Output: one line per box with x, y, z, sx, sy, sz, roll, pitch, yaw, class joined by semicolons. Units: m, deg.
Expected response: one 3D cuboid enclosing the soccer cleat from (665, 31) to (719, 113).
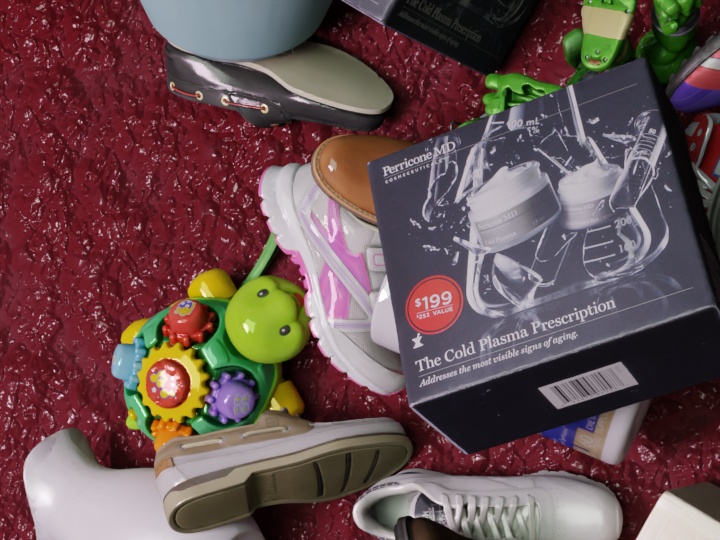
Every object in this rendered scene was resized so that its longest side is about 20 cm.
0.308;-0.153;1.122;0.200;0.068;0.073;-29;75;6;soccer cleat

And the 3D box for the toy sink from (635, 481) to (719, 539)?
0.277;0.242;1.086;0.200;0.130;0.112;30;99;23;toy sink

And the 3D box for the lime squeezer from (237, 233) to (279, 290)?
-0.029;-0.029;1.299;0.199;0.038;0.071;-17;79;22;lime squeezer

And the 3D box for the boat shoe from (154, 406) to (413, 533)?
-0.060;0.139;1.245;0.075;0.199;0.068;100;153;-46;boat shoe

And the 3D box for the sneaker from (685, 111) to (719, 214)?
0.230;-0.030;1.098;0.112;0.071;0.200;-46;26;34;sneaker

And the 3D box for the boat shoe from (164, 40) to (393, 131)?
-0.067;-0.151;1.315;0.201;0.074;0.063;19;127;16;boat shoe

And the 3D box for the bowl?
-0.098;-0.239;1.281;0.200;0.201;0.105;28;139;24;bowl

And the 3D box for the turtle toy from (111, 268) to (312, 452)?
-0.116;0.073;1.288;0.200;0.101;0.146;-36;80;19;turtle toy

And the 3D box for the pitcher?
-0.177;0.235;1.317;0.200;0.121;0.172;17;118;32;pitcher

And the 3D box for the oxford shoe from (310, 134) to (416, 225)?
0.063;-0.063;1.193;0.199;0.071;0.072;15;71;-5;oxford shoe

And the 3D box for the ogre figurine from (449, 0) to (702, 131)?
0.167;-0.134;1.170;0.098;0.120;0.200;43;102;26;ogre figurine

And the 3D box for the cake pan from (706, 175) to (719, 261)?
0.325;-0.012;1.069;0.200;0.037;0.201;3;78;-14;cake pan

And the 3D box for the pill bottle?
0.115;0.048;1.164;0.200;0.120;0.120;22;95;15;pill bottle

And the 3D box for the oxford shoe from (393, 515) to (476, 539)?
0.092;0.214;1.145;0.084;0.200;0.073;-27;51;22;oxford shoe

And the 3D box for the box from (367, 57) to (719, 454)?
0.123;-0.006;1.038;0.200;0.104;0.183;-20;59;17;box

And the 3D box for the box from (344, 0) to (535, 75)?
0.065;-0.258;1.173;0.104;0.200;0.182;34;101;25;box

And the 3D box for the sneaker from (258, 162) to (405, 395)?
0.000;0.000;1.241;0.088;0.081;0.200;-22;100;19;sneaker

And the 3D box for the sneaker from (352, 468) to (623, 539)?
0.093;0.186;1.203;0.199;0.080;0.077;-3;83;23;sneaker
